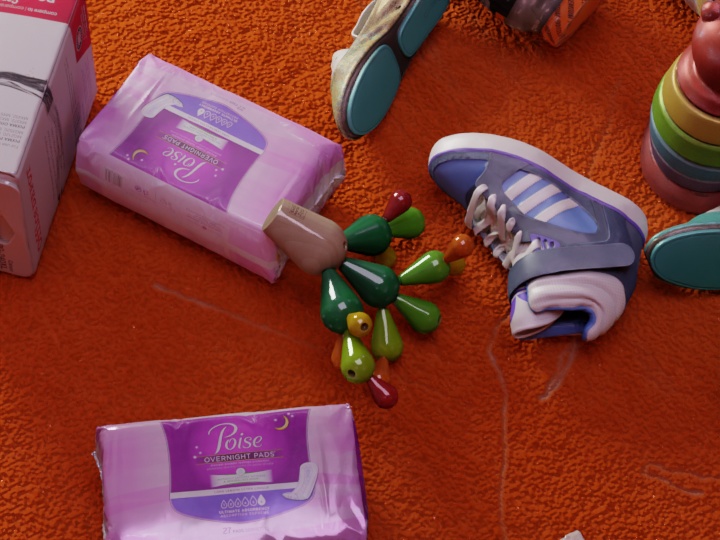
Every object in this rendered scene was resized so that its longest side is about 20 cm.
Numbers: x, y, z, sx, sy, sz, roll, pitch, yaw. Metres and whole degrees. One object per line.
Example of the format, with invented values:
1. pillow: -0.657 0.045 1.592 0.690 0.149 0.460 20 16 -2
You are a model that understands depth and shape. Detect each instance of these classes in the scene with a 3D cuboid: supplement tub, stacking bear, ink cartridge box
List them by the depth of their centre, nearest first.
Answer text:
1. ink cartridge box: -0.284 -0.119 1.547 0.083 0.146 0.201 11 58 4
2. stacking bear: 0.298 -0.146 1.556 0.121 0.200 0.114 34 62 18
3. supplement tub: 0.130 -0.299 1.680 0.200 0.123 0.123 41 64 7

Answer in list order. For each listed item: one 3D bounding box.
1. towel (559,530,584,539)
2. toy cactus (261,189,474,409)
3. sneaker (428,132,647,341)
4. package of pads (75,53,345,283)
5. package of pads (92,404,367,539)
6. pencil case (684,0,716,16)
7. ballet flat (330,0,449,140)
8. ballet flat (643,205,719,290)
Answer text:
1. towel: 0.116 0.286 1.375 0.199 0.035 0.133 -26 61 -16
2. toy cactus: 0.000 0.000 1.495 0.165 0.102 0.201 34 53 -14
3. sneaker: 0.128 -0.018 1.539 0.199 0.081 0.147 23 55 6
4. package of pads: -0.124 -0.085 1.574 0.199 0.076 0.121 26 59 14
5. package of pads: -0.097 0.169 1.406 0.198 0.076 0.121 -5 59 -6
6. pencil case: 0.281 -0.309 1.727 0.090 0.083 0.200 -20 57 -40
7. ballet flat: 0.012 -0.192 1.660 0.070 0.071 0.201 24 60 12
8. ballet flat: 0.328 -0.024 1.570 0.198 0.068 0.071 -2 33 -4
